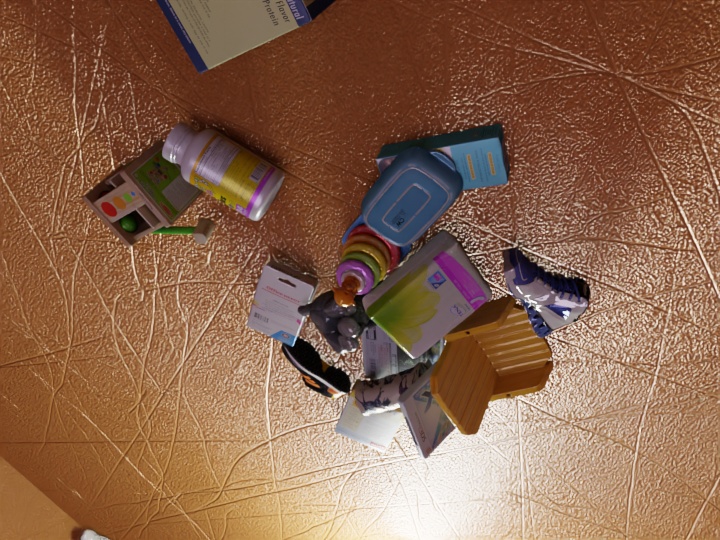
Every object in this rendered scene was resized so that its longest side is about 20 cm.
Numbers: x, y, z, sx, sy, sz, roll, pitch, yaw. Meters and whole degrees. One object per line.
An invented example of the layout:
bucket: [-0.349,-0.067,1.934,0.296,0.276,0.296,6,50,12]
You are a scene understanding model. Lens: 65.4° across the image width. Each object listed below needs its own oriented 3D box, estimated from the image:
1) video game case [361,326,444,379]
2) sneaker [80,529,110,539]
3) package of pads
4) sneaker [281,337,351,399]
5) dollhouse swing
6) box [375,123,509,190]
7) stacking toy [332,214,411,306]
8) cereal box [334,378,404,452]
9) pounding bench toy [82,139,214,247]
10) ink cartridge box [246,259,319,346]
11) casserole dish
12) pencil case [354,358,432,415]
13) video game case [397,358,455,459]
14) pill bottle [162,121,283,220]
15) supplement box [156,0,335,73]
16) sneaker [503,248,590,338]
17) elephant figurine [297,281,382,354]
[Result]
video game case: [0.092,0.177,1.224,0.181,0.023,0.201,7,129,15]
sneaker: [-1.187,1.235,2.557,0.087,0.075,0.200,-18,127,18]
package of pads: [0.122,0.049,1.002,0.200,0.068,0.155,-40,126,5]
sneaker: [-0.120,0.240,1.322,0.200,0.070,0.090,40,127,-16]
dollhouse swing: [0.255,0.193,1.070,0.181,0.176,0.200,-20,119,31]
box: [0.132,-0.171,0.901,0.199,0.049,0.083,-6,126,24]
stacking toy: [0.000,0.000,0.988,0.116,0.200,0.110,36,131,-6]
cereal box: [0.026,0.363,1.391,0.143,0.040,0.201,23,133,1]
pounding bench toy: [-0.401,-0.115,1.095,0.155,0.125,0.200,-20,119,32]
ink cartridge box: [-0.161,0.058,1.187,0.115,0.068,0.201,24,133,-1]
casserole dish: [0.077,-0.110,0.914,0.121,0.039,0.200,34,133,-10]
pencil case: [0.074,0.259,1.226,0.199,0.090,0.078,-25,107,37]
video game case: [0.173,0.265,1.162,0.022,0.200,0.183,23,143,47]
pill bottle: [-0.244,-0.180,0.997,0.199,0.104,0.104,31,132,-5]
supplement box: [-0.167,-0.412,0.754,0.199,0.135,0.201,-12,123,28]
sneaker: [0.333,0.029,0.982,0.115,0.081,0.200,-21,126,28]
elephant figurine: [0.012,0.066,1.105,0.155,0.200,0.142,53,146,5]
